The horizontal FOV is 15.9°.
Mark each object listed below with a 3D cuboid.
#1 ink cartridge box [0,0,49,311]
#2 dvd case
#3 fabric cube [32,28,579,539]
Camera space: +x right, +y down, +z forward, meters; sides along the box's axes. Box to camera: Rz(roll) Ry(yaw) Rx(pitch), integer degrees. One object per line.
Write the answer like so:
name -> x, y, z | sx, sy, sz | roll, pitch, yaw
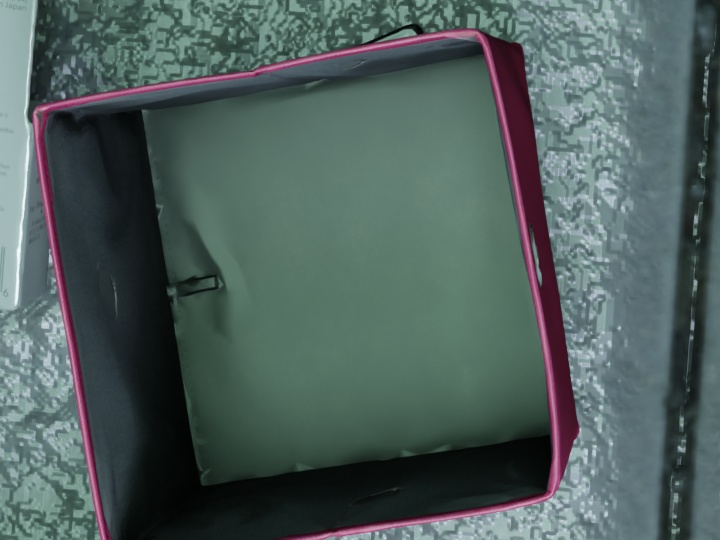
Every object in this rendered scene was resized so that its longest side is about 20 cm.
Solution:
ink cartridge box -> -0.235, -0.085, 1.188 | 0.199, 0.044, 0.175 | 11, 106, 13
dvd case -> 0.000, 0.000, 1.245 | 0.142, 0.018, 0.201 | -22, 90, 9
fabric cube -> -0.014, 0.007, 1.138 | 0.198, 0.199, 0.198 | -9, 92, 9
